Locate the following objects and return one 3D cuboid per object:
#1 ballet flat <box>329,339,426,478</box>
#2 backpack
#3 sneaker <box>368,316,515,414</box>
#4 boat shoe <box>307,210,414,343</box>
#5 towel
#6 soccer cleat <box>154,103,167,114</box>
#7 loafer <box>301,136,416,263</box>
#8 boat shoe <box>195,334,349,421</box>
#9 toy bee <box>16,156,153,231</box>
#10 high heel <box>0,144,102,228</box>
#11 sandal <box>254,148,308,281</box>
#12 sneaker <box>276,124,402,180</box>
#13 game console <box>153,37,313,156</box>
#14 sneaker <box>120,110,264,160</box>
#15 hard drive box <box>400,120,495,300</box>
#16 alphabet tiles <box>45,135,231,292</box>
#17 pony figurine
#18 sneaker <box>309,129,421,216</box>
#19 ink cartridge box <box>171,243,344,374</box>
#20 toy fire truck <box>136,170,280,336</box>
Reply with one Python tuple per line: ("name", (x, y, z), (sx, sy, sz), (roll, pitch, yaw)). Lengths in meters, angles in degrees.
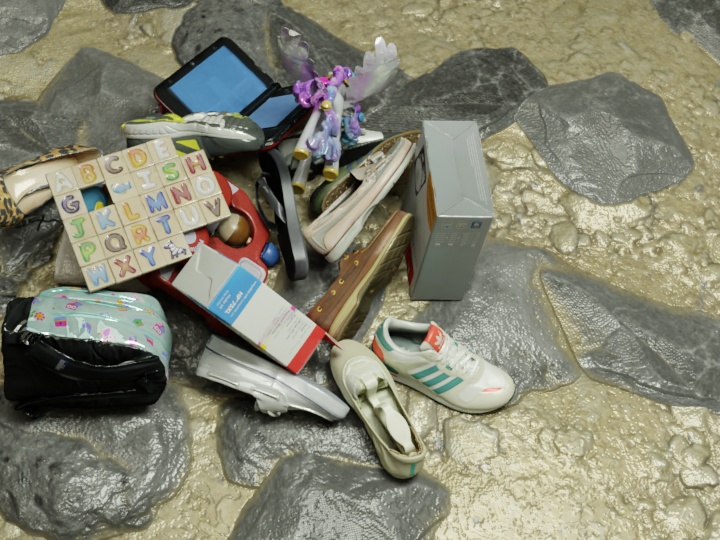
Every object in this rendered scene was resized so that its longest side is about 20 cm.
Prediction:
("ballet flat", (0.023, 0.164, 1.380), (0.069, 0.070, 0.201), (-24, 69, -19))
("backpack", (-0.332, 0.096, 1.354), (0.199, 0.167, 0.127), (3, 52, -11))
("sneaker", (0.106, 0.117, 1.414), (0.199, 0.094, 0.071), (21, 58, 9))
("boat shoe", (0.000, 0.000, 1.460), (0.067, 0.072, 0.201), (32, 87, 20))
("towel", (-0.337, -0.062, 1.522), (0.132, 0.035, 0.201), (6, 57, -1))
("soccer cleat", (-0.256, -0.207, 1.613), (0.086, 0.070, 0.201), (29, 42, -26))
("loafer", (-0.001, -0.106, 1.484), (0.063, 0.072, 0.200), (36, 81, -7))
("boat shoe", (-0.112, 0.151, 1.395), (0.199, 0.074, 0.066), (26, 88, 6))
("toy bee", (-0.335, -0.063, 1.456), (0.109, 0.199, 0.131), (62, 32, -2))
("high heel", (-0.422, -0.120, 1.461), (0.142, 0.072, 0.200), (-23, 17, 4))
("sandal", (-0.113, -0.081, 1.494), (0.043, 0.076, 0.201), (-8, 64, -17))
("sneaker", (-0.026, -0.193, 1.612), (0.199, 0.074, 0.089), (-9, 60, -11))
("game console", (-0.163, -0.260, 1.585), (0.171, 0.119, 0.200), (-3, 32, 35))
("sneaker", (-0.224, -0.168, 1.493), (0.199, 0.085, 0.075), (4, 24, 13))
("hard drive box", (0.112, -0.077, 1.474), (0.076, 0.200, 0.157), (0, 56, -8))
("alphabet tiles", (-0.272, -0.079, 1.384), (0.199, 0.008, 0.168), (-20, 74, -16))
("pony figurine", (-0.044, -0.225, 1.492), (0.165, 0.193, 0.201), (13, 67, -1))
("sneaker", (0.008, -0.139, 1.572), (0.200, 0.090, 0.067), (-36, 110, -18))
("ink cartridge box", (-0.126, 0.058, 1.377), (0.067, 0.200, 0.116), (-54, 34, -7))
("toy fire truck", (-0.195, -0.028, 1.479), (0.168, 0.112, 0.201), (36, 51, -16))
